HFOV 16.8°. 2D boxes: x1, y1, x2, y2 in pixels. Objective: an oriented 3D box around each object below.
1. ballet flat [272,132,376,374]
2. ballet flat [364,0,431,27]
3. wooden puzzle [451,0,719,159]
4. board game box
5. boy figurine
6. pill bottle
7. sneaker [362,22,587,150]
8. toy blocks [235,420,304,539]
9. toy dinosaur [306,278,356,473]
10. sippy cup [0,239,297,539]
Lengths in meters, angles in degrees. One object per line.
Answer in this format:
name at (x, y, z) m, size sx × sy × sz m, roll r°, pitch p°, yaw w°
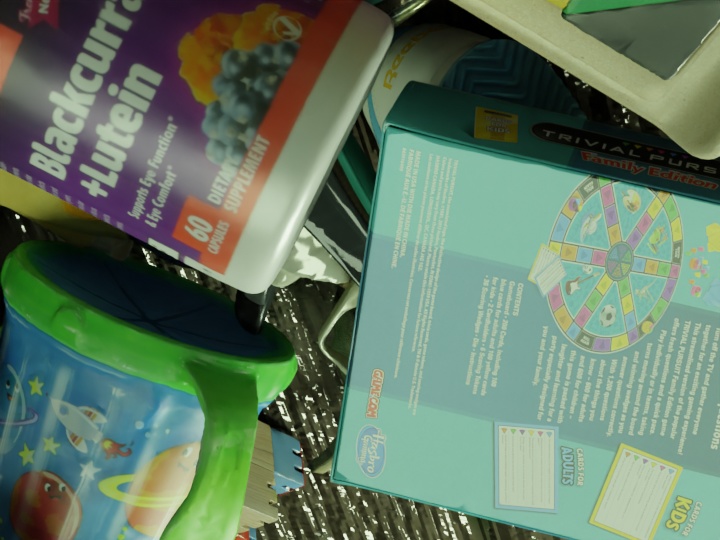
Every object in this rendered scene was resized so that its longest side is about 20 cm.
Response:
ballet flat at (0.000, 0.000, 1.015) m, size 0.073 × 0.073 × 0.200 m, roll -24°, pitch 109°, yaw 44°
ballet flat at (-0.044, -0.104, 0.950) m, size 0.199 × 0.072 × 0.072 m, roll -6°, pitch 136°, yaw 25°
wooden puzzle at (0.076, -0.140, 0.748) m, size 0.199 × 0.037 × 0.185 m, roll 33°, pitch 130°, yaw -7°
board game box at (0.098, 0.027, 0.898) m, size 0.198 × 0.047 × 0.152 m, roll 13°, pitch 118°, yaw 8°
boy figurine at (-0.124, -0.042, 1.065) m, size 0.199 × 0.065 × 0.124 m, roll 20°, pitch 156°, yaw -2°
pill bottle at (-0.098, -0.083, 0.859) m, size 0.199 × 0.112 × 0.112 m, roll 26°, pitch 144°, yaw 0°
sneaker at (0.068, -0.021, 0.990) m, size 0.081 × 0.076 × 0.201 m, roll 28°, pitch 154°, yaw 53°
toy blocks at (-0.107, 0.122, 1.234) m, size 0.199 × 0.101 × 0.136 m, roll -22°, pitch 150°, yaw 28°
toy dinosaur at (0.018, 0.051, 1.131) m, size 0.088 × 0.048 × 0.201 m, roll 27°, pitch 146°, yaw 17°
sippy cup at (-0.113, 0.072, 1.094) m, size 0.139 × 0.178 × 0.131 m, roll 22°, pitch 101°, yaw -2°
